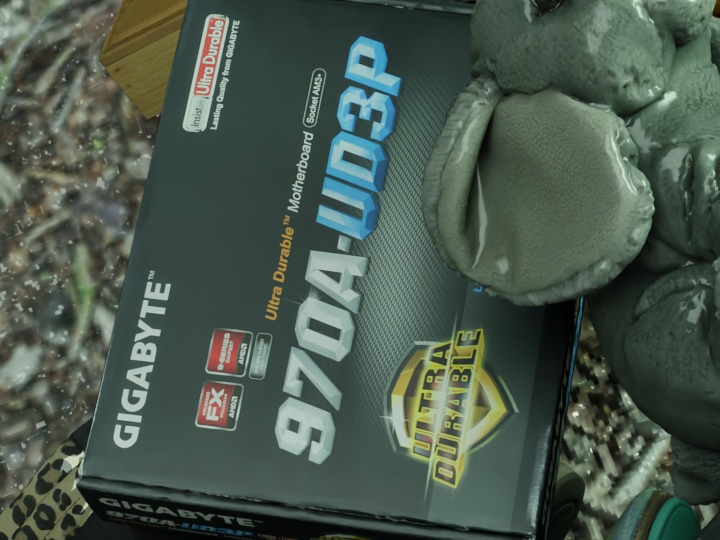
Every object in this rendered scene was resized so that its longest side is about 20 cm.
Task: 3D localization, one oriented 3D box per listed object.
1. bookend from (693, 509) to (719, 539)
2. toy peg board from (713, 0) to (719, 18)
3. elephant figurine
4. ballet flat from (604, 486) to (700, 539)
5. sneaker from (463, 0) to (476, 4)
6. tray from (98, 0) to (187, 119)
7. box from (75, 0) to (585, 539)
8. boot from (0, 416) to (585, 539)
[{"bbox_3d":[0.194,0.137,0.865,0.199,0.092,0.200,41,72,13],"label":"bookend"},{"bbox_3d":[0.166,-0.118,0.947,0.200,0.098,0.200,-41,73,31],"label":"toy peg board"},{"bbox_3d":[0.086,-0.049,0.867,0.200,0.142,0.155,41,88,9],"label":"elephant figurine"},{"bbox_3d":[0.080,0.172,0.937,0.074,0.074,0.201,-2,64,14],"label":"ballet flat"},{"bbox_3d":[0.025,-0.057,1.053,0.199,0.076,0.080,-3,55,6],"label":"sneaker"},{"bbox_3d":[-0.004,-0.137,1.042,0.199,0.037,0.099,-25,30,28],"label":"tray"},{"bbox_3d":[0.000,0.000,0.958,0.158,0.046,0.201,8,68,10],"label":"box"},{"bbox_3d":[-0.033,0.100,0.993,0.200,0.073,0.151,-44,66,2],"label":"boot"}]
